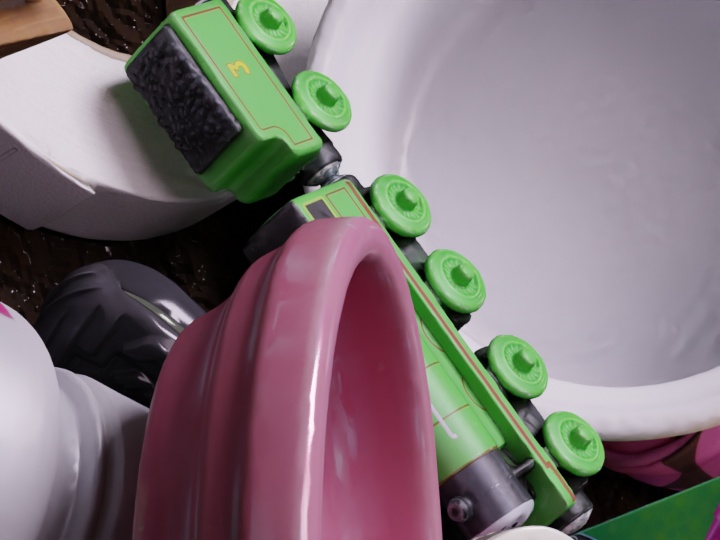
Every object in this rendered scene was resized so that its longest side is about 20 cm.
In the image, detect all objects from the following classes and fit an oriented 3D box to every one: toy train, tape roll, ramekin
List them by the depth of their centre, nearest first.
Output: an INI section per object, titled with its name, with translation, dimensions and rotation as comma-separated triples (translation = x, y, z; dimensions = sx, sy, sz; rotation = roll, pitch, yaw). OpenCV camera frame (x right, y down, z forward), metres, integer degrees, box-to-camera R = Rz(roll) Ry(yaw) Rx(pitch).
[toy train]
translation = 0.000, 0.000, 0.789
dimensions = 0.056, 0.042, 0.200
rotation = -23, 73, -51
[tape roll]
translation = -0.091, -0.107, 0.841
dimensions = 0.202, 0.037, 0.203
rotation = 23, 55, -36
[ramekin]
translation = 0.085, -0.040, 0.867
dimensions = 0.098, 0.200, 0.201
rotation = 47, 24, -78

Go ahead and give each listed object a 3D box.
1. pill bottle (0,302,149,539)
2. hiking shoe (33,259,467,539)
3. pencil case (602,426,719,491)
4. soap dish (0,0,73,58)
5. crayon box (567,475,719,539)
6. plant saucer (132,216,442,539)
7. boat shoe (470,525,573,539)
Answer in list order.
[pill bottle]
translation = -0.146, 0.042, 0.646
dimensions = 0.200, 0.113, 0.114
rotation = 28, 51, -33
[hiking shoe]
translation = -0.023, 0.057, 0.807
dimensions = 0.200, 0.076, 0.101
rotation = 47, 31, -27
[pencil case]
translation = 0.169, 0.044, 0.990
dimensions = 0.200, 0.091, 0.094
rotation = 18, 46, -41
[soap dish]
translation = -0.174, -0.124, 0.685
dimensions = 0.200, 0.081, 0.157
rotation = 51, 17, 1
[crayon box]
translation = 0.158, 0.121, 0.824
dimensions = 0.200, 0.119, 0.058
rotation = 27, 48, -43
[plant saucer]
translation = -0.016, 0.087, 0.664
dimensions = 0.201, 0.051, 0.201
rotation = -2, 90, -81
[boat shoe]
translation = 0.055, 0.162, 0.728
dimensions = 0.072, 0.060, 0.202
rotation = -21, 104, -18
